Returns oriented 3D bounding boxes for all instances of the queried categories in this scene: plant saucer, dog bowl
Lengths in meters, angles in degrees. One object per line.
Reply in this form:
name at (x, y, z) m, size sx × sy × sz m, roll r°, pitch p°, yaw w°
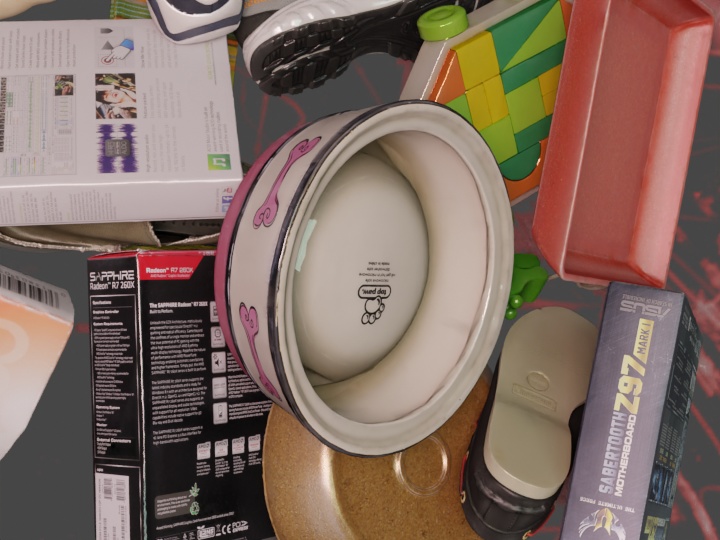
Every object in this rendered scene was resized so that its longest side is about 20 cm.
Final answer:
plant saucer at (0.032, 0.123, 0.926) m, size 0.198 × 0.035 × 0.203 m, roll 4°, pitch 82°, yaw -31°
plant saucer at (0.170, -0.091, 0.940) m, size 0.199 × 0.036 × 0.203 m, roll 7°, pitch 94°, yaw -59°
dog bowl at (0.000, 0.000, 0.831) m, size 0.199 × 0.073 × 0.203 m, roll -14°, pitch 110°, yaw -44°

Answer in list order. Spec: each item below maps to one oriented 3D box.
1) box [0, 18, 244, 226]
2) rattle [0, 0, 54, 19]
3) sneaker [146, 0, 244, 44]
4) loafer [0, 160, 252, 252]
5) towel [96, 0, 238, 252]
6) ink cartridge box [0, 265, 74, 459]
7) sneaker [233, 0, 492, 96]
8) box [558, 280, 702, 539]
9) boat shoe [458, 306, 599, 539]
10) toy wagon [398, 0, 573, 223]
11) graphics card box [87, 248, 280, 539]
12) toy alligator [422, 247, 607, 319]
box at (-0.171, -0.089, 0.846) m, size 0.197 × 0.037 × 0.146 m, roll -1°, pitch 49°, yaw -9°
rattle at (-0.254, -0.181, 0.819) m, size 0.197 × 0.131 × 0.144 m, roll -1°, pitch 49°, yaw -23°
sneaker at (-0.123, -0.247, 0.849) m, size 0.078 × 0.130 × 0.201 m, roll -14°, pitch 69°, yaw -14°
loafer at (-0.143, -0.049, 0.872) m, size 0.197 × 0.070 × 0.076 m, roll -2°, pitch 89°, yaw -20°
towel at (-0.123, -0.109, 0.925) m, size 0.085 × 0.018 × 0.203 m, roll 6°, pitch 86°, yaw -16°
ink cartridge box at (-0.273, 0.076, 0.808) m, size 0.161 × 0.050 × 0.202 m, roll 22°, pitch 103°, yaw -23°
sneaker at (0.005, -0.178, 0.940) m, size 0.198 × 0.074 × 0.080 m, roll -15°, pitch 57°, yaw -27°
box at (0.176, 0.102, 0.918) m, size 0.050 × 0.200 × 0.160 m, roll 9°, pitch 83°, yaw 18°
boat shoe at (0.110, 0.092, 0.926) m, size 0.073 × 0.064 × 0.202 m, roll 26°, pitch 36°, yaw 4°
toy wagon at (0.080, -0.098, 0.938) m, size 0.199 × 0.039 × 0.157 m, roll -30°, pitch 121°, yaw -22°
graphics card box at (-0.103, 0.089, 0.875) m, size 0.125 × 0.050 × 0.203 m, roll -2°, pitch 88°, yaw -53°
toy alligator at (0.081, 0.010, 0.950) m, size 0.197 × 0.060 × 0.055 m, roll 8°, pitch 49°, yaw -16°
